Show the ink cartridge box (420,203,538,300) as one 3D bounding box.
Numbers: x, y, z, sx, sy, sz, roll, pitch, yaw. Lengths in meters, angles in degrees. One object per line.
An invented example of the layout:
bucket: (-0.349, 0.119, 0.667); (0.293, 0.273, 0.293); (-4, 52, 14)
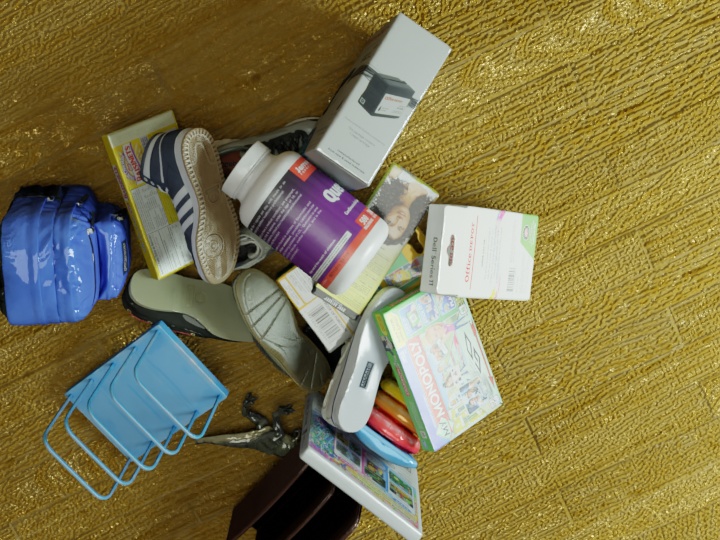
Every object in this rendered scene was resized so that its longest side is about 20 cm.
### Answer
ink cartridge box: (0.143, -0.024, 1.530); (0.199, 0.067, 0.118); (5, 92, -47)

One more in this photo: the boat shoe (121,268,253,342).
boat shoe: (-0.227, 0.052, 1.612); (0.200, 0.063, 0.074); (18, 64, -19)

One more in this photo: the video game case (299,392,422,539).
video game case: (0.001, 0.264, 1.615); (0.200, 0.182, 0.024); (39, 105, -12)

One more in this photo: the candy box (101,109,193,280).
candy box: (-0.261, -0.099, 1.557); (0.102, 0.026, 0.202); (-26, 108, -31)

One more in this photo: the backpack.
backpack: (-0.382, -0.024, 1.509); (0.166, 0.200, 0.164); (-5, 105, -1)

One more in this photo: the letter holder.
letter holder: (-0.093, 0.344, 1.630); (0.100, 0.143, 0.200); (36, 116, -14)

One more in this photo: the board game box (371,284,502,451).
board game box: (0.105, 0.120, 1.572); (0.134, 0.029, 0.202); (-29, 105, -32)

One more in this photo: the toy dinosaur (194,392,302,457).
toy dinosaur: (-0.134, 0.225, 1.671); (0.198, 0.048, 0.089); (7, 112, -1)

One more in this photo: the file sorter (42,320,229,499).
file sorter: (-0.307, 0.195, 1.585); (0.199, 0.123, 0.139); (-34, 106, 26)

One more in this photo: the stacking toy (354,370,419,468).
stacking toy: (0.074, 0.161, 1.618); (0.116, 0.110, 0.201); (34, 87, -1)

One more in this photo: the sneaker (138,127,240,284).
sneaker: (-0.220, -0.085, 1.510); (0.070, 0.108, 0.202); (-24, 113, -41)

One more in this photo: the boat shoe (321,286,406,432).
boat shoe: (0.001, 0.113, 1.566); (0.071, 0.070, 0.202); (24, 82, -35)

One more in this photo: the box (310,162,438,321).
box: (0.017, -0.038, 1.544); (0.075, 0.050, 0.201); (31, 99, -6)

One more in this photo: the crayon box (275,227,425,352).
crayon box: (0.000, 0.000, 1.602); (0.199, 0.052, 0.126); (-36, 100, 6)

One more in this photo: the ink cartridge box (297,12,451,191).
ink cartridge box: (0.013, -0.205, 1.474); (0.083, 0.145, 0.201); (33, 83, -11)

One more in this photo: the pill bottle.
pill bottle: (-0.070, -0.069, 1.461); (0.199, 0.112, 0.113); (38, 101, -2)

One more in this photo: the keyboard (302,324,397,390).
keyboard: (0.025, 0.119, 1.660); (0.198, 0.021, 0.128); (-9, 101, 1)

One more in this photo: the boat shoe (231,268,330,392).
boat shoe: (-0.118, 0.083, 1.596); (0.072, 0.066, 0.201); (-46, 115, -24)

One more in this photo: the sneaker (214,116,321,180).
sneaker: (-0.115, -0.149, 1.548); (0.198, 0.079, 0.075); (-15, 103, 0)

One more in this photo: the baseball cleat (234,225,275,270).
baseball cleat: (-0.105, -0.057, 1.559); (0.199, 0.106, 0.070); (-38, 99, 6)
